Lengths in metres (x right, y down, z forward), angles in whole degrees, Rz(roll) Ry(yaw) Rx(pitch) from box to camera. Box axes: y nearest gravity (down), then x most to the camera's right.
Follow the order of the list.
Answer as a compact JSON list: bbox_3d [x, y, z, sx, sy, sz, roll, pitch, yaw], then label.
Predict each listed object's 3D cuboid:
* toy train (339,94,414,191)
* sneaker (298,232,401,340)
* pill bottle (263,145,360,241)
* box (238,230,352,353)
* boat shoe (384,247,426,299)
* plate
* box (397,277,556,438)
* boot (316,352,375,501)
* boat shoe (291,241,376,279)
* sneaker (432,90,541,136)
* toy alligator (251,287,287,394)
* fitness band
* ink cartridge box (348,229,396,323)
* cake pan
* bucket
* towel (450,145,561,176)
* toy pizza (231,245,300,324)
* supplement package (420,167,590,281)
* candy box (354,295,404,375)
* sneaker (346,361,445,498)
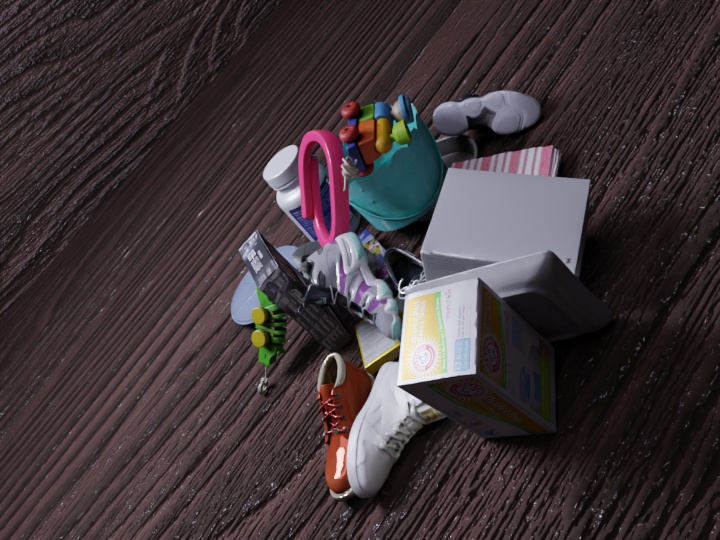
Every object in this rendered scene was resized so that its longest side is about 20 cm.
[{"bbox_3d":[0.031,-0.200,1.043,0.113,0.085,0.203,-16,41,16],"label":"toy train"},{"bbox_3d":[-0.030,0.045,1.026,0.137,0.079,0.202,-23,57,-14],"label":"sneaker"},{"bbox_3d":[-0.099,-0.146,1.324,0.118,0.200,0.121,-27,36,22],"label":"pill bottle"},{"bbox_3d":[-0.113,0.039,1.133,0.050,0.200,0.158,-43,32,1],"label":"box"},{"bbox_3d":[0.093,0.025,1.002,0.074,0.062,0.201,-37,37,3],"label":"boat shoe"},{"bbox_3d":[0.182,0.052,0.806,0.197,0.198,0.033,-15,57,36],"label":"plate"},{"bbox_3d":[0.139,0.109,0.762,0.100,0.199,0.115,-15,53,36],"label":"box"},{"bbox_3d":[-0.031,0.216,0.935,0.074,0.107,0.203,-21,40,27],"label":"boot"},{"bbox_3d":[-0.043,-0.005,1.175,0.199,0.066,0.074,8,40,43],"label":"boat shoe"},{"bbox_3d":[0.239,-0.300,1.235,0.195,0.077,0.114,-1,21,19],"label":"sneaker"},{"bbox_3d":[-0.153,0.122,1.152,0.053,0.206,0.059,4,10,24],"label":"toy alligator"},{"bbox_3d":[-0.062,-0.137,1.136,0.037,0.206,0.143,-11,16,-27],"label":"fitness band"},{"bbox_3d":[0.000,0.000,1.204,0.119,0.042,0.200,-42,31,3],"label":"ink cartridge box"},{"bbox_3d":[0.140,-0.170,1.239,0.197,0.037,0.203,-29,36,23],"label":"cake pan"},{"bbox_3d":[0.053,-0.182,1.187,0.204,0.135,0.210,-29,36,23],"label":"bucket"},{"bbox_3d":[0.224,-0.127,1.079,0.196,0.030,0.149,-5,54,34],"label":"towel"},{"bbox_3d":[-0.192,0.034,1.384,0.198,0.032,0.203,-30,34,23],"label":"toy pizza"},{"bbox_3d":[0.199,-0.038,0.893,0.195,0.112,0.158,9,55,21],"label":"supplement package"},{"bbox_3d":[0.081,0.073,1.043,0.198,0.026,0.103,-35,33,14],"label":"candy box"},{"bbox_3d":[0.057,0.203,0.882,0.114,0.074,0.203,-16,41,41],"label":"sneaker"}]
